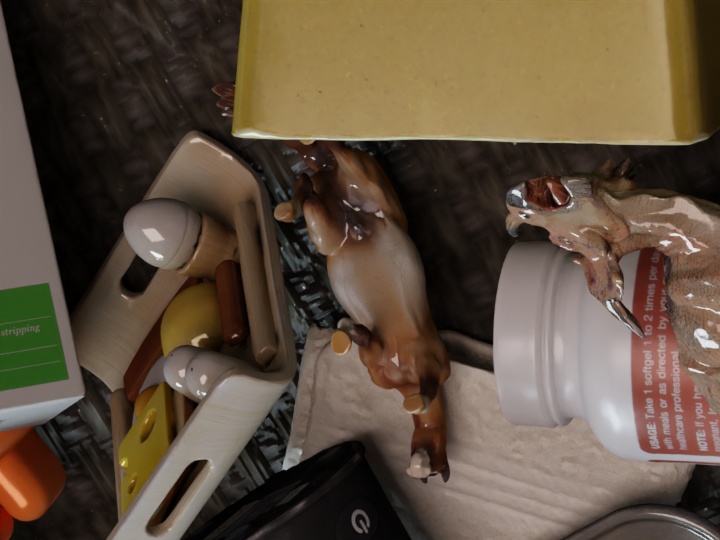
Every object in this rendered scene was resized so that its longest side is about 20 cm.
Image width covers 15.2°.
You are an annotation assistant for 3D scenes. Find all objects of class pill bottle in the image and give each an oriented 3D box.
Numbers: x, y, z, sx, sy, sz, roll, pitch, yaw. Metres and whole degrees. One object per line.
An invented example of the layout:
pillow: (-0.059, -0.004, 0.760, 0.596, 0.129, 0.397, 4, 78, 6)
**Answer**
pill bottle: (0.165, 0.031, 1.206, 0.199, 0.112, 0.113, 2, 110, 16)

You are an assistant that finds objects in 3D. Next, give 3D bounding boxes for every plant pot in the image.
plant pot: (0.062, -0.165, 1.132, 0.194, 0.194, 0.201, 1, 101, 17)

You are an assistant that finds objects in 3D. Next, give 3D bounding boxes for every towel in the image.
towel: (0.058, 0.102, 1.310, 0.199, 0.034, 0.133, 16, 115, 10)

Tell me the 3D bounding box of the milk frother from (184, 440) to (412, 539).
milk frother: (-0.041, 0.212, 1.291, 0.189, 0.180, 0.200, 58, 151, -5)

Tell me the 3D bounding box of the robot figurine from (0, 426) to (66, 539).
robot figurine: (-0.234, 0.054, 1.339, 0.200, 0.117, 0.144, 47, 138, -4)

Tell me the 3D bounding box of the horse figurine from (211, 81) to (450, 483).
horse figurine: (0.000, 0.000, 1.225, 0.050, 0.133, 0.201, -25, 82, 10)

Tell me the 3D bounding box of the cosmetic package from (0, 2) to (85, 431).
cosmetic package: (-0.207, -0.022, 1.259, 0.085, 0.107, 0.201, 149, 109, -65)

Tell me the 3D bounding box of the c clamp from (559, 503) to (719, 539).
c clamp: (0.143, 0.192, 1.284, 0.199, 0.027, 0.171, -26, 110, 32)

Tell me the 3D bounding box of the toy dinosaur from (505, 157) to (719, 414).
toy dinosaur: (0.152, 0.019, 1.108, 0.135, 0.086, 0.201, -14, 115, 30)

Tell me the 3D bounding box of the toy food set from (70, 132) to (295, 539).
toy food set: (-0.097, 0.043, 1.248, 0.060, 0.200, 0.144, 24, 118, -21)
